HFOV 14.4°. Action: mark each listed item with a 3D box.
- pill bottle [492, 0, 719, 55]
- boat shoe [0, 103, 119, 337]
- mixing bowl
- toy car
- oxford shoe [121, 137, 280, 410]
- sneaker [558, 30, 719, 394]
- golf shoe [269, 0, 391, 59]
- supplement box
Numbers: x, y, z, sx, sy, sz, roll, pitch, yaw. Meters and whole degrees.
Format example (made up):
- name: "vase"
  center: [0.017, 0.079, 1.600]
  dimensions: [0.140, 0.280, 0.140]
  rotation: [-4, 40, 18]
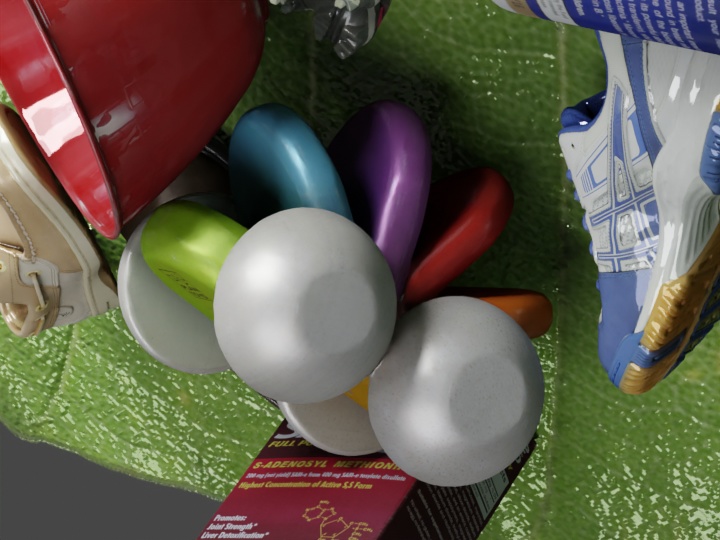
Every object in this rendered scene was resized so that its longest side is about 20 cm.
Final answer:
- name: "pill bottle"
  center: [0.150, -0.138, 1.086]
  dimensions: [0.199, 0.116, 0.116]
  rotation: [14, 134, 24]
- name: "boat shoe"
  center: [-0.167, -0.014, 1.385]
  dimensions: [0.074, 0.069, 0.200]
  rotation: [58, 175, 23]
- name: "mixing bowl"
  center: [-0.109, -0.127, 1.248]
  dimensions: [0.201, 0.108, 0.200]
  rotation: [58, 169, 18]
- name: "toy car"
  center: [0.000, 0.000, 1.282]
  dimensions: [0.199, 0.151, 0.175]
  rotation: [30, 172, -24]
- name: "oxford shoe"
  center: [-0.081, -0.008, 1.385]
  dimensions: [0.200, 0.085, 0.073]
  rotation: [40, 140, -2]
- name: "sneaker"
  center: [0.126, -0.038, 1.239]
  dimensions: [0.088, 0.075, 0.201]
  rotation: [31, 133, 23]
- name: "golf shoe"
  center: [0.011, -0.169, 1.143]
  dimensions: [0.077, 0.088, 0.200]
  rotation: [41, 155, 4]
- name: "supplement box"
  center: [-0.009, 0.125, 1.367]
  dimensions: [0.108, 0.200, 0.061]
  rotation: [-2, 125, 35]
